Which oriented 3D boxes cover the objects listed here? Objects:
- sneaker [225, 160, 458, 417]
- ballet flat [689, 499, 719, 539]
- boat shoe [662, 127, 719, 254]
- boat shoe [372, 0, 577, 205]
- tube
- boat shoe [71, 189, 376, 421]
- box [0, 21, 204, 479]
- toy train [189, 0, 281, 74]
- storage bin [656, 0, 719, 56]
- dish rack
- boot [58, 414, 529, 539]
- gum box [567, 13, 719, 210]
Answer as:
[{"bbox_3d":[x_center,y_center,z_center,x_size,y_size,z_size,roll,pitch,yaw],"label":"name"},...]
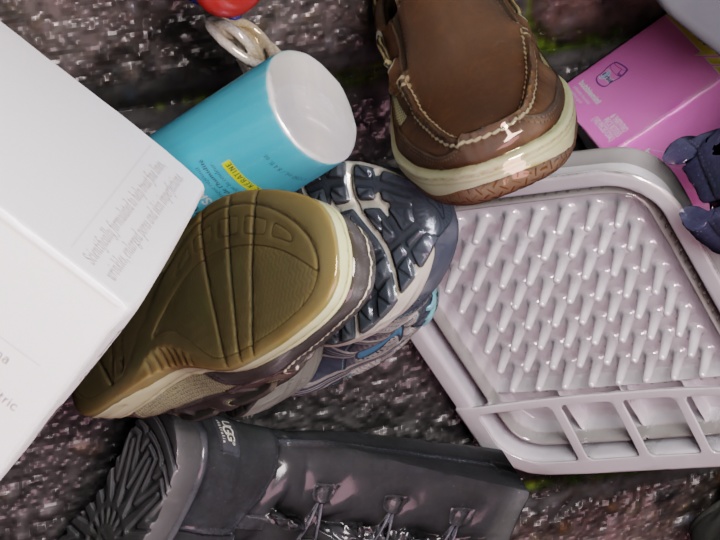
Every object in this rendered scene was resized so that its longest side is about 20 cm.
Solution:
[{"bbox_3d":[0.000,0.000,1.088,0.086,0.078,0.200,-12,167,-29],"label":"sneaker"},{"bbox_3d":[0.241,0.085,1.281,0.200,0.068,0.068,-45,127,8],"label":"ballet flat"},{"bbox_3d":[0.204,-0.042,1.095,0.092,0.075,0.200,-20,162,26],"label":"boat shoe"},{"bbox_3d":[0.035,-0.090,1.009,0.074,0.202,0.075,-24,112,1],"label":"boat shoe"},{"bbox_3d":[-0.088,-0.027,1.052,0.077,0.051,0.199,34,134,-30],"label":"tube"},{"bbox_3d":[-0.049,0.018,1.028,0.066,0.072,0.200,9,158,-35],"label":"boat shoe"},{"bbox_3d":[-0.182,-0.022,0.915,0.200,0.199,0.131,38,104,-5],"label":"box"},{"bbox_3d":[-0.044,-0.157,1.014,0.116,0.084,0.200,-50,132,-9],"label":"toy train"},{"bbox_3d":[0.163,-0.179,1.016,0.145,0.201,0.134,32,114,-35],"label":"storage bin"},{"bbox_3d":[0.103,0.016,1.154,0.171,0.044,0.200,-6,136,33],"label":"dish rack"},{"bbox_3d":[-0.037,0.141,1.199,0.199,0.066,0.165,9,131,-34],"label":"boot"},{"bbox_3d":[0.191,-0.034,1.186,0.113,0.066,0.200,-34,127,2],"label":"gum box"}]
